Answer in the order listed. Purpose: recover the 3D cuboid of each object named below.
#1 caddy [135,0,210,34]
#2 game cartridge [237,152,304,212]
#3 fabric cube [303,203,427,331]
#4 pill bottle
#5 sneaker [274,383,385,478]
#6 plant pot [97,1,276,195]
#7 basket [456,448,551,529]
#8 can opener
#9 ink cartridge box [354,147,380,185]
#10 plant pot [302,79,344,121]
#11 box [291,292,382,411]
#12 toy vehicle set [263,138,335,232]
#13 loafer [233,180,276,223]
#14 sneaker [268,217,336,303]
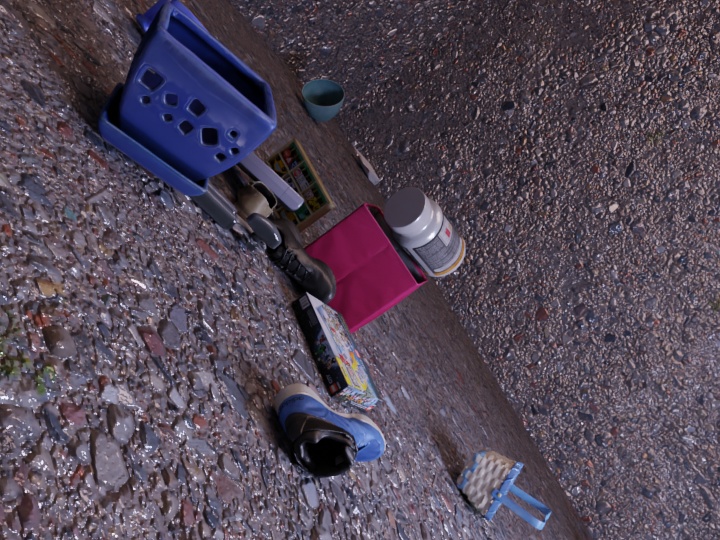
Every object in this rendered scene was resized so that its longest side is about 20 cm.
[{"bbox_3d":[-0.381,-0.474,1.329,0.141,0.105,0.200,34,-9,48],"label":"caddy"},{"bbox_3d":[-0.200,-0.194,1.286,0.200,0.041,0.133,42,-8,-7],"label":"game cartridge"},{"bbox_3d":[0.000,0.000,1.326,0.201,0.198,0.196,56,12,5],"label":"fabric cube"},{"bbox_3d":[0.133,-0.079,1.308,0.200,0.116,0.117,44,15,-49],"label":"pill bottle"},{"bbox_3d":[-0.027,0.234,0.830,0.200,0.077,0.112,42,10,-36],"label":"sneaker"},{"bbox_3d":[-0.254,-0.237,0.912,0.199,0.180,0.201,37,18,-28],"label":"plant pot"},{"bbox_3d":[0.322,0.489,1.388,0.199,0.140,0.176,27,-2,26],"label":"basket"},{"bbox_3d":[-0.217,-0.102,1.055,0.200,0.066,0.053,42,15,-34],"label":"can opener"},{"bbox_3d":[0.022,-0.595,3.588,0.200,0.050,0.162,35,23,-52],"label":"ink cartridge box"},{"bbox_3d":[-0.178,-0.785,2.971,0.135,0.198,0.201,99,-31,-53],"label":"plant pot"},{"bbox_3d":[-0.042,0.147,1.131,0.136,0.038,0.201,40,19,-55],"label":"box"},{"bbox_3d":[-0.151,-0.185,1.406,0.201,0.124,0.026,61,12,26],"label":"toy vehicle set"},{"bbox_3d":[-0.194,-0.132,1.204,0.076,0.067,0.200,51,9,-20],"label":"loafer"},{"bbox_3d":[-0.126,-0.015,1.197,0.200,0.076,0.091,49,16,13],"label":"sneaker"}]
